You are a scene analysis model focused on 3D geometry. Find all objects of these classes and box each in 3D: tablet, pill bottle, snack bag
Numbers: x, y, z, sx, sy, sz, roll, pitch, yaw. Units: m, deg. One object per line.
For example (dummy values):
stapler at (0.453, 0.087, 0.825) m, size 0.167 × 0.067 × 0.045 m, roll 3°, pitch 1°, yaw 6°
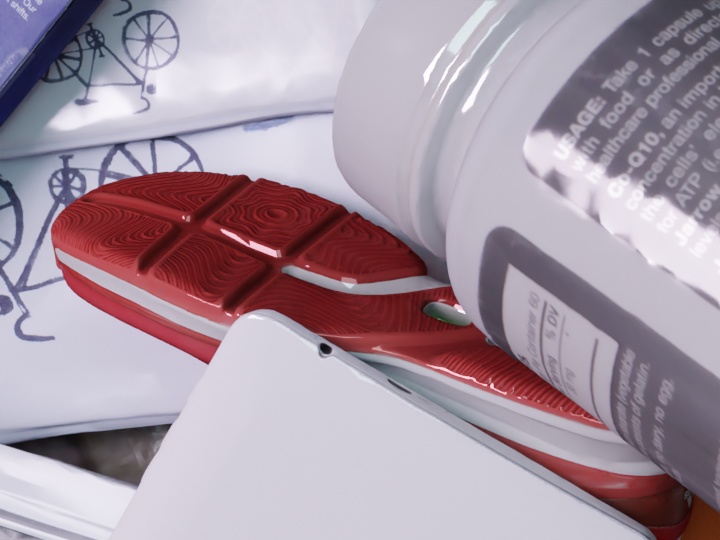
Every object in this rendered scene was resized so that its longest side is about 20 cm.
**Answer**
tablet at (-0.020, 0.117, 0.695) m, size 0.130 × 0.014 × 0.200 m, roll 30°, pitch 116°, yaw -1°
pill bottle at (0.094, -0.006, 0.615) m, size 0.200 × 0.113 × 0.113 m, roll 38°, pitch 83°, yaw 29°
snack bag at (-0.068, -0.042, 0.755) m, size 0.188 × 0.021 × 0.200 m, roll -7°, pitch 103°, yaw 20°

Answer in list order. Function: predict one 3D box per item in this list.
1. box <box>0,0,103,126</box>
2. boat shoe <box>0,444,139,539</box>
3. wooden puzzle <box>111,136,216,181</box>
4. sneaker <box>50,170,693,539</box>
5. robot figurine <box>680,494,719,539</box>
box at (-0.137, -0.099, 0.734) m, size 0.121 × 0.032 × 0.200 m, roll 45°, pitch 115°, yaw 5°
boat shoe at (-0.129, 0.084, 0.753) m, size 0.200 × 0.072 × 0.071 m, roll 12°, pitch 79°, yaw 21°
wooden puzzle at (-0.001, -0.126, 0.812) m, size 0.200 × 0.037 × 0.185 m, roll -15°, pitch 69°, yaw 4°
sneaker at (-0.003, 0.052, 0.714) m, size 0.200 × 0.078 × 0.116 m, roll 21°, pitch 122°, yaw 22°
robot figurine at (0.122, 0.014, 0.740) m, size 0.117 × 0.144 × 0.200 m, roll -13°, pitch 97°, yaw -33°
